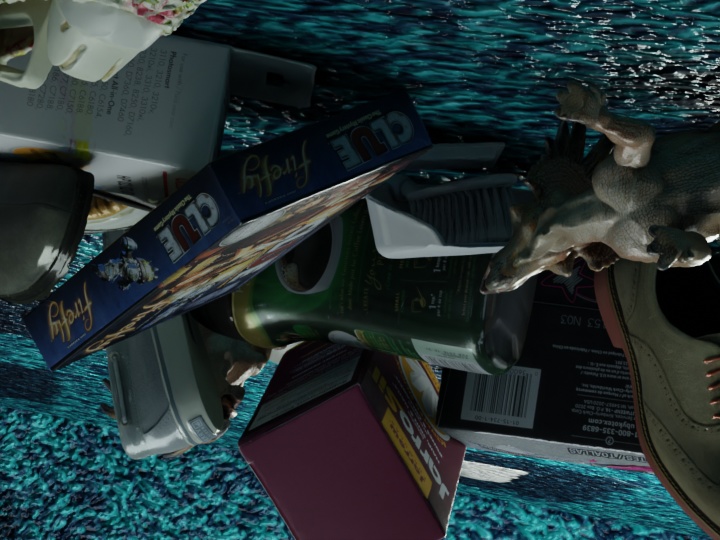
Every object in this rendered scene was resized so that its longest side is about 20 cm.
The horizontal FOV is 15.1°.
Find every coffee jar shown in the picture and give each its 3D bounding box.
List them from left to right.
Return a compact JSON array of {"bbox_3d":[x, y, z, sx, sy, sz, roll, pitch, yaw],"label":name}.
[{"bbox_3d":[0.000,0.000,1.603,0.199,0.105,0.085,7,168,24],"label":"coffee jar"}]

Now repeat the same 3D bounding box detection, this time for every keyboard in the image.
[{"bbox_3d":[-0.025,-0.059,1.452,0.199,0.011,0.056,-2,177,-4],"label":"keyboard"}]

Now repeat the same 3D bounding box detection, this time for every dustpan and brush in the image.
[{"bbox_3d":[0.037,-0.036,1.503,0.139,0.057,0.200,-4,179,-37],"label":"dustpan and brush"}]

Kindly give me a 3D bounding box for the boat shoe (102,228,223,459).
[{"bbox_3d":[-0.139,0.024,1.634,0.071,0.201,0.070,-22,145,5],"label":"boat shoe"}]

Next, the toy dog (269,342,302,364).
[{"bbox_3d":[-0.030,0.017,1.868,0.131,0.097,0.200,7,-174,-1],"label":"toy dog"}]

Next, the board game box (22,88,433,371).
[{"bbox_3d":[-0.069,-0.019,1.383,0.135,0.035,0.200,-24,173,-40],"label":"board game box"}]

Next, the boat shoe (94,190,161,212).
[{"bbox_3d":[-0.183,-0.067,1.521,0.201,0.061,0.072,6,169,20],"label":"boat shoe"}]

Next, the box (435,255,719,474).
[{"bbox_3d":[0.160,0.057,1.679,0.199,0.133,0.115,7,172,15],"label":"box"}]

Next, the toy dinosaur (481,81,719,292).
[{"bbox_3d":[0.153,-0.039,1.252,0.199,0.086,0.136,-3,177,2],"label":"toy dinosaur"}]

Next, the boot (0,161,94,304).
[{"bbox_3d":[-0.226,-0.035,1.351,0.130,0.068,0.200,22,166,-31],"label":"boot"}]

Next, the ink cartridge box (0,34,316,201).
[{"bbox_3d":[-0.126,-0.080,1.361,0.199,0.068,0.115,10,172,-1],"label":"ink cartridge box"}]

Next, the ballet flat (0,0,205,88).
[{"bbox_3d":[-0.129,-0.112,1.191,0.075,0.064,0.200,19,167,-39],"label":"ballet flat"}]

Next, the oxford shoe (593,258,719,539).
[{"bbox_3d":[0.196,0.067,1.557,0.070,0.200,0.075,-22,171,-25],"label":"oxford shoe"}]

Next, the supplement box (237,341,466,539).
[{"bbox_3d":[0.000,0.105,1.677,0.085,0.111,0.200,-28,-170,12],"label":"supplement box"}]

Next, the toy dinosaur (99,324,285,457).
[{"bbox_3d":[-0.111,0.074,1.725,0.086,0.136,0.200,28,158,2],"label":"toy dinosaur"}]

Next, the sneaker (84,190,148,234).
[{"bbox_3d":[-0.203,-0.049,1.611,0.199,0.076,0.088,7,171,21],"label":"sneaker"}]
